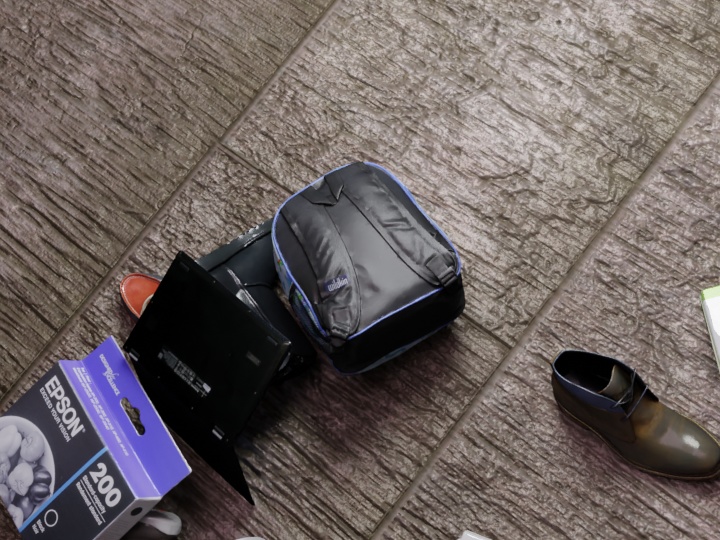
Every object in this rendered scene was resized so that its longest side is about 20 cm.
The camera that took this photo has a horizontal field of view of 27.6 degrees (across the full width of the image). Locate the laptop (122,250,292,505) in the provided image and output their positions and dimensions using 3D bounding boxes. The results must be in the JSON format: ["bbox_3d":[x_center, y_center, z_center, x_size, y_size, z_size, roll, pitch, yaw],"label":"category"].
[{"bbox_3d":[-0.157,0.119,1.600,0.187,0.115,0.202,37,100,30],"label":"laptop"}]

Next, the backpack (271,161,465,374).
[{"bbox_3d":[0.000,0.000,1.610,0.181,0.148,0.201,-28,61,-11],"label":"backpack"}]

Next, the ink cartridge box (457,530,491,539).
[{"bbox_3d":[0.167,0.361,1.417,0.198,0.083,0.147,17,72,27],"label":"ink cartridge box"}]

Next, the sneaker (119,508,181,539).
[{"bbox_3d":[-0.285,0.306,1.628,0.197,0.077,0.083,-6,80,24],"label":"sneaker"}]

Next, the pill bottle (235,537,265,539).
[{"bbox_3d":[-0.099,0.380,1.489,0.110,0.111,0.202,-28,59,5],"label":"pill bottle"}]

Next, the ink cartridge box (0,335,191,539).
[{"bbox_3d":[-0.306,0.203,1.593,0.200,0.043,0.199,-42,62,10],"label":"ink cartridge box"}]

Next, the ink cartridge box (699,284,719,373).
[{"bbox_3d":[0.432,0.104,1.452,0.146,0.076,0.203,-15,62,12],"label":"ink cartridge box"}]

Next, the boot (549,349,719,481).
[{"bbox_3d":[0.272,0.145,1.476,0.198,0.097,0.075,25,75,29],"label":"boot"}]

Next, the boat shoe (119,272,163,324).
[{"bbox_3d":[-0.219,0.056,1.721,0.199,0.063,0.071,36,83,32],"label":"boat shoe"}]

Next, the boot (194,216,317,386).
[{"bbox_3d":[-0.104,0.041,1.674,0.169,0.199,0.076,54,134,4],"label":"boot"}]
